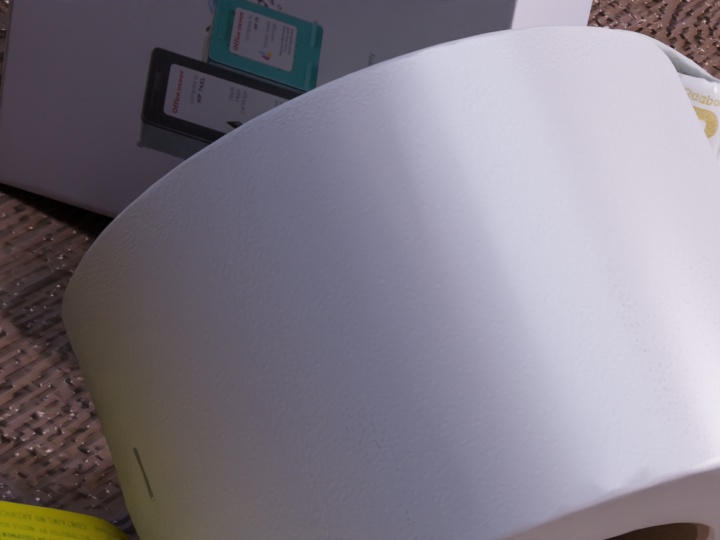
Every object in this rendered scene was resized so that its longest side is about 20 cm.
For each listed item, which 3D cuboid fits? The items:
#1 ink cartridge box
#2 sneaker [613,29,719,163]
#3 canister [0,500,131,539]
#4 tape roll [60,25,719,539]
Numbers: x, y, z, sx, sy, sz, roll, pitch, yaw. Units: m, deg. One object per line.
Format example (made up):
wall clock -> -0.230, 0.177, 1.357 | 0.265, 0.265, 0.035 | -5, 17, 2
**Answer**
ink cartridge box -> -0.022, -0.096, 1.118 | 0.199, 0.147, 0.147 | 17, 27, 13
sneaker -> 0.119, -0.022, 1.158 | 0.073, 0.116, 0.200 | 12, 31, -22
canister -> -0.106, 0.148, 0.739 | 0.148, 0.087, 0.200 | 9, 30, -22
tape roll -> 0.029, 0.038, 0.828 | 0.202, 0.203, 0.140 | -4, 64, -40
